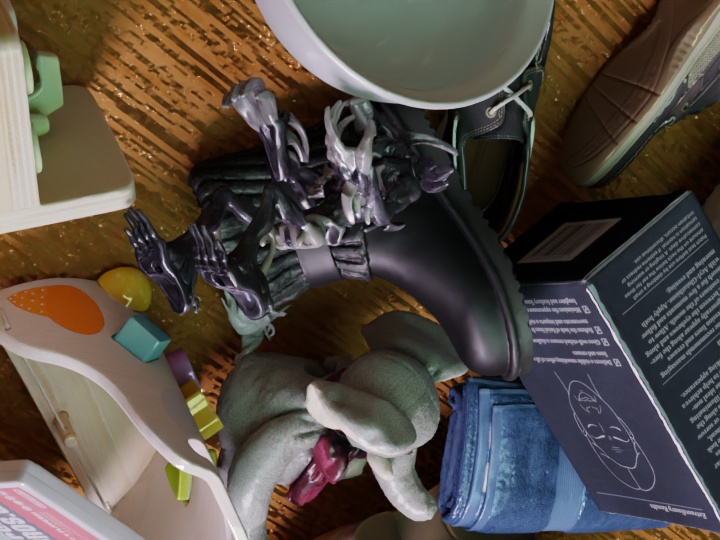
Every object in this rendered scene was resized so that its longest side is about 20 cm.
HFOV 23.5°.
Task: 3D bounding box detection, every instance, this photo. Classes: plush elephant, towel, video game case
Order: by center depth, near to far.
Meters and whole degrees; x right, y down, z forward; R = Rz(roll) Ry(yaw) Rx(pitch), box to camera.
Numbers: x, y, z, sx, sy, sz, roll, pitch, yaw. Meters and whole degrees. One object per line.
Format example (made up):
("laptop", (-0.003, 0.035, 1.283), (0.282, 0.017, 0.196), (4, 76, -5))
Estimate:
("video game case", (-0.230, 0.163, 1.090), (0.199, 0.018, 0.143), (-8, 143, 37))
("plush elephant", (-0.007, 0.104, 1.137), (0.165, 0.154, 0.201), (-38, 127, -49))
("towel", (0.151, 0.134, 1.248), (0.199, 0.048, 0.113), (4, 94, -29))

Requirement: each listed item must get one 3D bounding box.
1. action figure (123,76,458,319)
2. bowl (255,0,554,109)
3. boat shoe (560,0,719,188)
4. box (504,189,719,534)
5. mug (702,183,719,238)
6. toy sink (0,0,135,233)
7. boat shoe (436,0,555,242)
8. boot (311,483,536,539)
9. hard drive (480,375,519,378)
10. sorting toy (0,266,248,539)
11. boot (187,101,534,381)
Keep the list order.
("action figure", (-0.029, -0.054, 0.964), (0.200, 0.118, 0.103), (-35, 120, -37))
("bowl", (0.006, -0.178, 0.975), (0.200, 0.090, 0.203), (9, 73, -32))
("boat shoe", (0.211, -0.132, 1.145), (0.065, 0.072, 0.201), (28, 102, -32))
("box", (0.189, 0.060, 1.156), (0.107, 0.148, 0.201), (-37, 105, -23))
("mug", (0.314, -0.005, 1.249), (0.176, 0.148, 0.200), (-51, 159, 24))
("toy sink", (-0.231, -0.094, 0.922), (0.198, 0.131, 0.113), (-11, 126, -17))
("boat shoe", (0.092, -0.110, 1.106), (0.071, 0.068, 0.201), (-1, 121, -23))
("boot", (0.019, 0.214, 1.277), (0.199, 0.074, 0.155), (1, 154, -39))
("hard drive", (0.170, 0.129, 1.331), (0.199, 0.033, 0.140), (3, 121, -26))
("sorting toy", (-0.127, 0.108, 1.073), (0.106, 0.180, 0.201), (-31, 130, -14))
("boot", (-0.001, 0.000, 1.078), (0.157, 0.212, 0.079), (-27, 170, -10))
